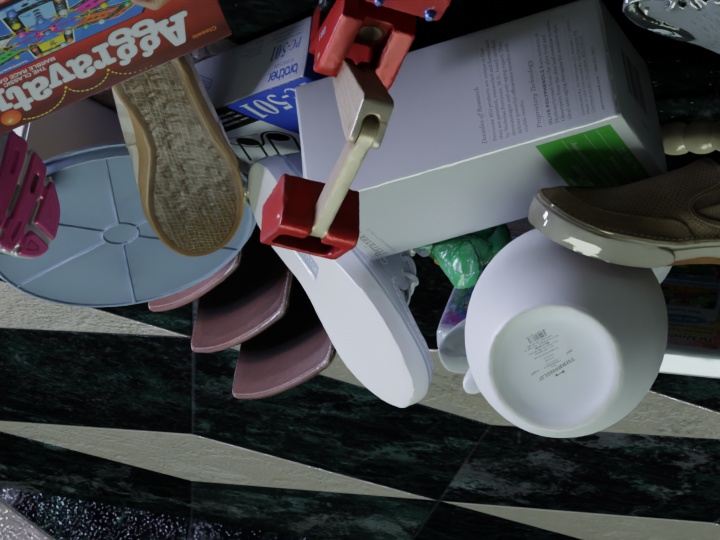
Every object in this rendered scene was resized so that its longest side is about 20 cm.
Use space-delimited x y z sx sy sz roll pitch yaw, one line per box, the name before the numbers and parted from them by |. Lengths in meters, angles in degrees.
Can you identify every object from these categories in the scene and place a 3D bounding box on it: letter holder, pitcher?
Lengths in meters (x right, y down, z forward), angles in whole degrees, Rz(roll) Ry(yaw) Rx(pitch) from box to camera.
letter holder | -0.093 0.019 1.711 0.100 0.144 0.200 16 163 -22
pitcher | 0.111 0.037 1.329 0.171 0.122 0.200 -34 -171 20

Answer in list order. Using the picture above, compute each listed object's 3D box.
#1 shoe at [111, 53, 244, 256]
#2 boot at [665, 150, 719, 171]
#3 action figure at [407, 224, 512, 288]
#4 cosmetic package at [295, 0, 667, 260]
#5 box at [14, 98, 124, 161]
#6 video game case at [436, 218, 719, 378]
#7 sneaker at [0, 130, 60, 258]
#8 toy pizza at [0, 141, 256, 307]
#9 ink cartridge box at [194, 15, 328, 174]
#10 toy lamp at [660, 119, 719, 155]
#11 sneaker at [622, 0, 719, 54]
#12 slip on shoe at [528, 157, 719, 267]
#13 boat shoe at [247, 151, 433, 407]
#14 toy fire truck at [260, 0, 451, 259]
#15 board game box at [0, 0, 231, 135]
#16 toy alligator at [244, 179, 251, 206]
shoe | -0.120 -0.090 1.394 0.069 0.054 0.201 -13 137 -1
boot | 0.279 -0.038 1.440 0.161 0.074 0.198 -6 153 41
action figure | 0.063 -0.036 1.418 0.117 0.055 0.200 -1 -160 1
cosmetic package | 0.072 -0.083 1.294 0.198 0.086 0.108 -17 156 20
box | -0.202 -0.070 1.584 0.094 0.078 0.199 -6 158 41
video game case | 0.169 0.006 1.499 0.198 0.183 0.024 5 126 15
sneaker | -0.282 -0.068 1.387 0.087 0.074 0.199 -2 155 45
toy pizza | -0.171 -0.038 1.515 0.198 0.032 0.201 -9 149 -6
ink cartridge box | -0.054 -0.112 1.419 0.093 0.045 0.199 18 162 -32
toy lamp | 0.195 -0.082 1.361 0.199 0.059 0.058 -3 160 35
sneaker | 0.188 -0.153 1.100 0.114 0.076 0.200 12 165 -2
slip on shoe | 0.194 -0.038 1.262 0.198 0.061 0.076 7 -158 -18
boat shoe | 0.000 0.000 1.394 0.068 0.200 0.072 -19 143 -28
toy fire truck | 0.001 -0.106 1.185 0.048 0.142 0.200 13 152 -15
board game box | -0.180 -0.134 1.235 0.199 0.020 0.103 -24 144 0
toy alligator | -0.027 -0.058 1.559 0.199 0.059 0.054 14 -151 -49
